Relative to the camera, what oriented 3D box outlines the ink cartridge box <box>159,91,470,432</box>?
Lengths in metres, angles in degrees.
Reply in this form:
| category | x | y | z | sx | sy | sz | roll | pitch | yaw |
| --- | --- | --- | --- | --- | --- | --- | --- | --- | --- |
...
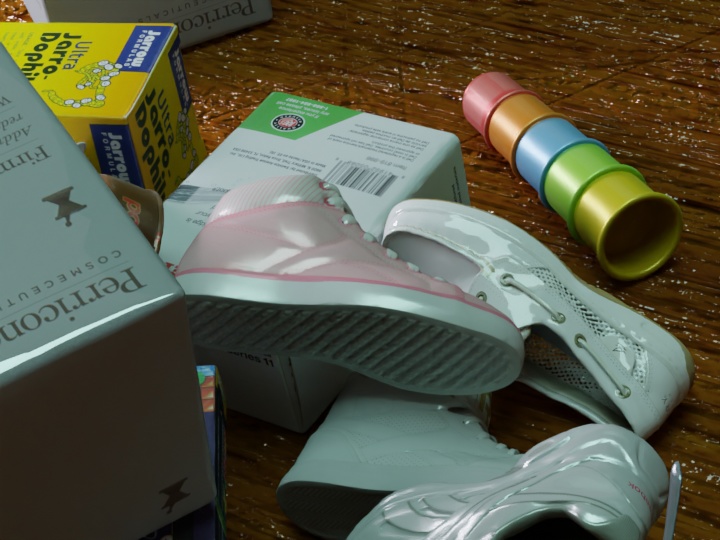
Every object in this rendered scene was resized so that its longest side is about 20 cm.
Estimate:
| category | x | y | z | sx | sy | sz | roll | pitch | yaw |
| --- | --- | --- | --- | --- | --- | --- | --- | --- | --- |
| ink cartridge box | -0.044 | -0.009 | 1.339 | 0.146 | 0.083 | 0.200 | 17 | 47 | 31 |

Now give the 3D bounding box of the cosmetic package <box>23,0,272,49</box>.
| category | x | y | z | sx | sy | sz | roll | pitch | yaw |
| --- | --- | --- | --- | --- | --- | --- | --- | --- | --- |
| cosmetic package | -0.178 | -0.278 | 1.603 | 0.167 | 0.200 | 0.166 | -20 | 40 | -11 |

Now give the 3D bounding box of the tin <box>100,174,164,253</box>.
| category | x | y | z | sx | sy | sz | roll | pitch | yaw |
| --- | --- | --- | --- | --- | --- | --- | --- | --- | --- |
| tin | -0.173 | 0.021 | 1.266 | 0.042 | 0.200 | 0.112 | 19 | 54 | -25 |

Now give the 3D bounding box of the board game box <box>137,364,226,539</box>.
| category | x | y | z | sx | sy | sz | roll | pitch | yaw |
| --- | --- | --- | --- | --- | --- | --- | --- | --- | --- |
| board game box | -0.168 | 0.133 | 1.122 | 0.199 | 0.057 | 0.166 | -3 | 50 | 1 |

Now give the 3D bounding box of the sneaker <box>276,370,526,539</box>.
| category | x | y | z | sx | sy | sz | roll | pitch | yaw |
| --- | --- | --- | --- | --- | --- | --- | --- | --- | --- |
| sneaker | 0.065 | 0.096 | 1.194 | 0.199 | 0.074 | 0.116 | 8 | 45 | 23 |

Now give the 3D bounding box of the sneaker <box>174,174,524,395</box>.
| category | x | y | z | sx | sy | sz | roll | pitch | yaw |
| --- | --- | --- | --- | --- | --- | --- | --- | --- | --- |
| sneaker | 0.000 | 0.000 | 1.205 | 0.200 | 0.075 | 0.105 | 9 | 52 | 14 |

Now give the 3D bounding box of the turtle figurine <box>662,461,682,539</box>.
| category | x | y | z | sx | sy | sz | roll | pitch | yaw |
| --- | --- | --- | --- | --- | --- | --- | --- | --- | --- |
| turtle figurine | 0.182 | 0.193 | 0.972 | 0.200 | 0.144 | 0.194 | -41 | 54 | 18 |

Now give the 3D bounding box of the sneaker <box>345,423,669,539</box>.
| category | x | y | z | sx | sy | sz | roll | pitch | yaw |
| --- | --- | --- | --- | --- | --- | --- | --- | --- | --- |
| sneaker | 0.054 | 0.145 | 1.080 | 0.200 | 0.078 | 0.099 | -31 | 12 | 22 |

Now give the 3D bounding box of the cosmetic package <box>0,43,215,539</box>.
| category | x | y | z | sx | sy | sz | roll | pitch | yaw |
| --- | --- | --- | --- | --- | --- | --- | --- | --- | --- |
| cosmetic package | -0.192 | 0.033 | 1.053 | 0.167 | 0.167 | 0.200 | -27 | 54 | -19 |

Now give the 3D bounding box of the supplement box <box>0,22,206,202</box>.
| category | x | y | z | sx | sy | sz | roll | pitch | yaw |
| --- | --- | --- | --- | --- | --- | --- | --- | --- | --- |
| supplement box | -0.218 | -0.091 | 1.459 | 0.199 | 0.109 | 0.110 | 2 | 40 | 16 |

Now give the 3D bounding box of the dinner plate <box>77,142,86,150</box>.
| category | x | y | z | sx | sy | sz | roll | pitch | yaw |
| --- | --- | --- | --- | --- | --- | --- | --- | --- | --- |
| dinner plate | -0.231 | -0.001 | 1.331 | 0.024 | 0.200 | 0.200 | 44 | 54 | -3 |

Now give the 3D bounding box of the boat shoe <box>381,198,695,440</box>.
| category | x | y | z | sx | sy | sz | roll | pitch | yaw |
| --- | --- | --- | --- | --- | --- | --- | --- | --- | --- |
| boat shoe | 0.088 | 0.029 | 1.238 | 0.200 | 0.071 | 0.069 | 30 | 54 | 17 |

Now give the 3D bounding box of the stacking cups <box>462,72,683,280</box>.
| category | x | y | z | sx | sy | sz | roll | pitch | yaw |
| --- | --- | --- | --- | --- | --- | --- | --- | --- | --- |
| stacking cups | 0.128 | -0.065 | 1.395 | 0.060 | 0.061 | 0.200 | -23 | 35 | -14 |
